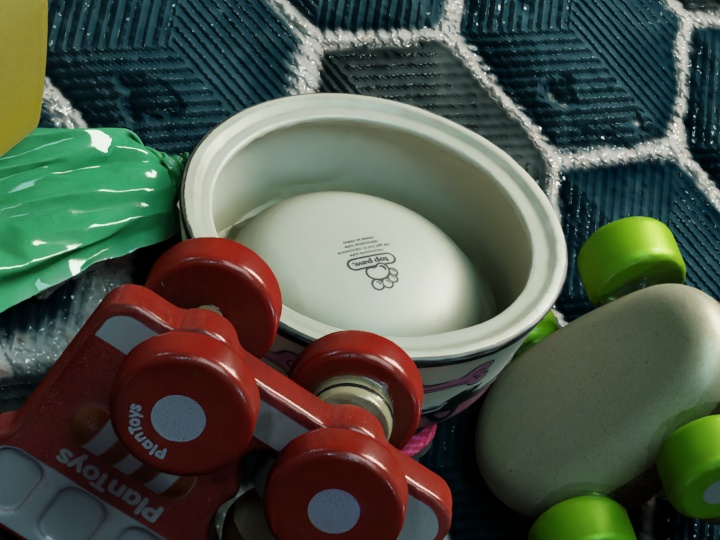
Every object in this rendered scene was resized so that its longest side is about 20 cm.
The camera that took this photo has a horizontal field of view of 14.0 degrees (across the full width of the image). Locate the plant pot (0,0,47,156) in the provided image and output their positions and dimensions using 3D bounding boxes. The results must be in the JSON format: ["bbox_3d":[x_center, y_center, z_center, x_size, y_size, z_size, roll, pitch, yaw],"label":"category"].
[{"bbox_3d":[-0.259,-0.136,1.339,0.200,0.177,0.200,35,46,9],"label":"plant pot"}]

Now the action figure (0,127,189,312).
[{"bbox_3d":[-0.158,-0.029,1.458,0.200,0.055,0.118,-16,71,-41],"label":"action figure"}]

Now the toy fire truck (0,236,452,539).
[{"bbox_3d":[-0.068,0.096,1.371,0.200,0.168,0.112,34,28,-13],"label":"toy fire truck"}]

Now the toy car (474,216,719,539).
[{"bbox_3d":[0.171,0.098,1.580,0.200,0.158,0.164,34,29,-46],"label":"toy car"}]

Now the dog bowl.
[{"bbox_3d":[0.000,0.000,1.496,0.200,0.074,0.200,9,41,-8],"label":"dog bowl"}]

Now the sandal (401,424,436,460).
[{"bbox_3d":[0.009,0.069,1.503,0.075,0.045,0.200,27,56,-2],"label":"sandal"}]
